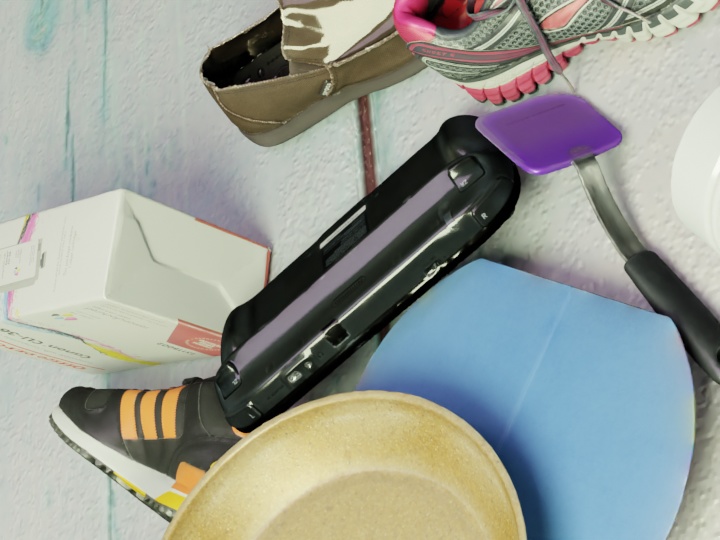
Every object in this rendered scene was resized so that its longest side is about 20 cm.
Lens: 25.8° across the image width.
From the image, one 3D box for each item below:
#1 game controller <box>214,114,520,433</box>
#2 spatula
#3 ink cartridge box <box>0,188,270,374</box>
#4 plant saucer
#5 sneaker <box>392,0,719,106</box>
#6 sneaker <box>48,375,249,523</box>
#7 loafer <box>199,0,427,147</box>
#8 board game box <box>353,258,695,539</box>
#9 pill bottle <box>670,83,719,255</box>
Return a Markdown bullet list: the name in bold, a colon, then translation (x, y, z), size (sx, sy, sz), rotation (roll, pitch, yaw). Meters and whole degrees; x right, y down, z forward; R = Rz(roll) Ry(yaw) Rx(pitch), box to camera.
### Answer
- **game controller**: translation (0.000, 0.000, 0.814), size (0.200, 0.042, 0.105), rotation (-40, 18, 17)
- **spatula**: translation (0.121, -0.020, 0.728), size (0.056, 0.021, 0.201), rotation (-21, 54, -14)
- **ink cartridge box**: translation (-0.164, 0.015, 0.943), size (0.199, 0.116, 0.068), rotation (-11, 66, 44)
- **plant saucer**: translation (-0.011, 0.151, 0.695), size (0.199, 0.035, 0.202), rotation (-17, 52, 23)
- **sneaker**: translation (0.105, -0.145, 0.764), size (0.199, 0.074, 0.081), rotation (-29, 55, 34)
- **sneaker**: translation (-0.098, 0.093, 0.889), size (0.199, 0.070, 0.090), rotation (22, 71, 50)
- **loafer**: translation (-0.016, -0.136, 0.887), size (0.199, 0.071, 0.074), rotation (-34, 52, 32)
- **board game box**: translation (0.075, 0.085, 0.727), size (0.199, 0.039, 0.159), rotation (19, 81, 46)
- **pill bottle**: translation (0.207, -0.001, 0.570), size (0.112, 0.111, 0.200), rotation (-57, 43, 11)
